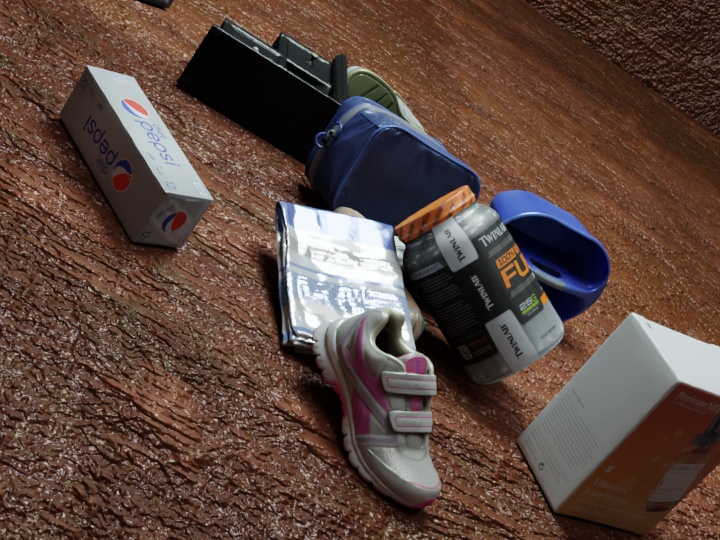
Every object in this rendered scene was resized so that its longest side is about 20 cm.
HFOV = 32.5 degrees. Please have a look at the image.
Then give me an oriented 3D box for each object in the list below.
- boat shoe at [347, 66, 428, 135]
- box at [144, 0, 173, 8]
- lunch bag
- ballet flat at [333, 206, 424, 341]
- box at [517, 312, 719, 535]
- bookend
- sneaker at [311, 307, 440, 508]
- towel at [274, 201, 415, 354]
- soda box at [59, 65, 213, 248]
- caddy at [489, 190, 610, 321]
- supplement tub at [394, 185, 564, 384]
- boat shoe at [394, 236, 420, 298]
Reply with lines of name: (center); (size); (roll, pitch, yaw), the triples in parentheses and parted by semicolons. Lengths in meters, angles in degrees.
boat shoe: (0.027, -0.227, 1.762); (0.200, 0.075, 0.068); (45, 10, -44)
box: (-0.343, -0.470, 1.662); (0.182, 0.104, 0.200); (10, 36, -48)
lunch bag: (0.029, -0.117, 1.506); (0.200, 0.136, 0.132); (29, 11, -30)
ballet flat: (0.000, 0.000, 1.359); (0.067, 0.068, 0.200); (2, 41, -42)
box: (0.295, 0.166, 1.305); (0.152, 0.200, 0.106); (20, 30, -33)
bookend: (-0.121, -0.262, 1.616); (0.198, 0.092, 0.200); (30, 24, -16)
sneaker: (0.028, 0.119, 1.134); (0.081, 0.088, 0.200); (1, 59, -53)
towel: (-0.017, 0.012, 1.281); (0.147, 0.024, 0.200); (11, 45, -21)
soda box: (-0.228, -0.115, 1.239); (0.063, 0.068, 0.200); (7, 38, -47)
caddy: (0.227, -0.012, 1.600); (0.200, 0.142, 0.105); (25, 22, -26)
supplement tub: (0.128, 0.015, 1.369); (0.200, 0.122, 0.123); (59, 24, -5)
boat shoe: (0.092, 0.007, 1.474); (0.200, 0.071, 0.064); (3, 40, -40)
